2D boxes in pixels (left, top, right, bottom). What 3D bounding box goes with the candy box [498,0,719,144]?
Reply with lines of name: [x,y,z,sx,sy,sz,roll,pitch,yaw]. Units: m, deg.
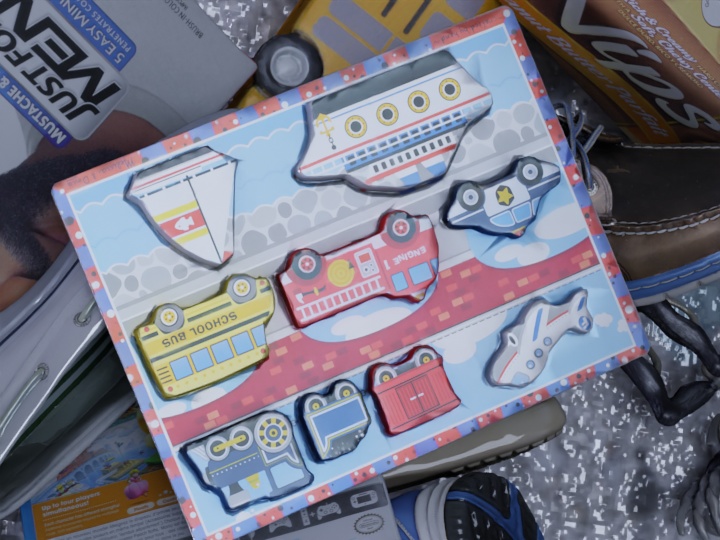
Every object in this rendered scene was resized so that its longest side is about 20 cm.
candy box: [0.148,-0.090,0.865,0.200,0.115,0.055,43,74,-30]

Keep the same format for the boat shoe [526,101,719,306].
boat shoe: [0.079,-0.028,0.846,0.199,0.072,0.073,-11,129,16]

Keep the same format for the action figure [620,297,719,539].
action figure: [0.181,0.072,0.895,0.200,0.119,0.102,30,59,-1]

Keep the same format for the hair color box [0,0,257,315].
hair color box: [-0.151,-0.051,0.816,0.200,0.064,0.111,-49,121,-7]

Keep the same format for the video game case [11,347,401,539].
video game case: [-0.063,0.088,0.797,0.143,0.018,0.200,-15,52,-2]

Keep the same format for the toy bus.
toy bus: [0.017,-0.124,0.893,0.078,0.065,0.200,36,77,-10]

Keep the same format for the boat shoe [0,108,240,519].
boat shoe: [-0.092,0.023,0.800,0.200,0.074,0.067,-46,54,-10]

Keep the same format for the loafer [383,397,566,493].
loafer: [-0.013,0.069,0.864,0.199,0.076,0.069,-14,78,-12]

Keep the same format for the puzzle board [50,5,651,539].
puzzle board: [0.000,0.000,0.779,0.199,0.017,0.151,-23,91,-15]

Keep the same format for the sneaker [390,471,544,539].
sneaker: [0.058,0.178,0.878,0.076,0.077,0.201,-40,114,-51]
